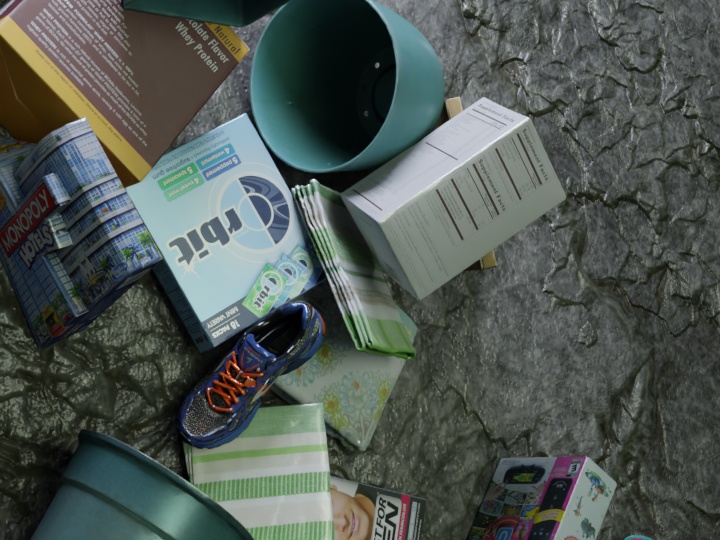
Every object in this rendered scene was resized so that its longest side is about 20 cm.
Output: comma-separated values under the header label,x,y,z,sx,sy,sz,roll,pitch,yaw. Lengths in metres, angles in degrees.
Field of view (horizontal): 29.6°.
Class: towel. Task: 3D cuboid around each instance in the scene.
label,x,y,z,sx,sy,sz,roll,pitch,yaw
towel,-0.035,0.083,1.547,0.200,0.048,0.172,40,63,-26
towel,0.000,0.000,1.503,0.149,0.031,0.201,13,51,-65
towel,-0.105,0.244,1.423,0.152,0.023,0.201,-4,75,-8

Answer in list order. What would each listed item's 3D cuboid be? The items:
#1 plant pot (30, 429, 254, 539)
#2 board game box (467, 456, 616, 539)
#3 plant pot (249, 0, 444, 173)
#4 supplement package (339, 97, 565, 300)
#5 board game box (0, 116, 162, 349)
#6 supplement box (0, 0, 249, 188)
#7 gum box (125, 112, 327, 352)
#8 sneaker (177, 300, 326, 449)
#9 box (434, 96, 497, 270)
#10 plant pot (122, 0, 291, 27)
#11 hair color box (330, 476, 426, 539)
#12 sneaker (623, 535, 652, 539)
label,x,y,z,sx,sy,sz,roll,pitch,yaw
plant pot,-0.235,0.285,1.276,0.200,0.200,0.197,43,68,-25
board game box,0.201,0.323,1.627,0.064,0.147,0.201,41,59,-27
plant pot,0.002,-0.204,1.534,0.161,0.200,0.202,2,81,-56
supplement package,0.101,-0.080,1.479,0.199,0.114,0.110,-34,118,-8
board game box,-0.296,-0.052,1.296,0.062,0.200,0.201,-28,85,-38
supplement box,-0.259,-0.213,1.362,0.197,0.132,0.200,47,58,-22
gum box,-0.145,-0.042,1.450,0.170,0.045,0.201,-31,94,-30
sneaker,-0.117,0.100,1.414,0.075,0.079,0.200,37,72,14
box,0.122,-0.099,1.639,0.021,0.163,0.201,-13,90,-3
plant pot,-0.139,-0.359,1.306,0.141,0.141,0.201,1,81,-38
hair color box,-0.025,0.284,1.511,0.199,0.060,0.100,19,71,-34
sneaker,0.381,0.411,1.800,0.199,0.083,0.122,4,89,-36
